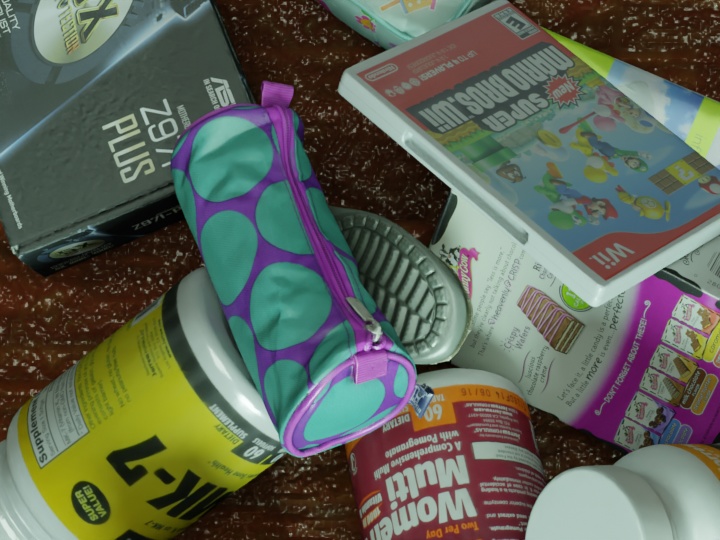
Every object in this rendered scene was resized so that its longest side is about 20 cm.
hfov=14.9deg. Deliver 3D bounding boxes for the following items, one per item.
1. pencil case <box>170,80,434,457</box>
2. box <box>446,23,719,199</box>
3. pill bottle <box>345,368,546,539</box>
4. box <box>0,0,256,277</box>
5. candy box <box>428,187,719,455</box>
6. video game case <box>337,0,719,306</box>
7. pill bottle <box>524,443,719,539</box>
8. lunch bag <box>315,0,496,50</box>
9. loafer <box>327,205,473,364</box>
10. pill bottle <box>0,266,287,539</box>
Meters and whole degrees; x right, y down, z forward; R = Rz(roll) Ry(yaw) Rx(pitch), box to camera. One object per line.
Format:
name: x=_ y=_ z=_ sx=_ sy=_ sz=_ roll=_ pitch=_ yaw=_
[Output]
pencil case: x=-0.036 y=0.001 z=1.503 sx=0.093 sy=0.085 sz=0.201 roll=-53 pitch=49 yaw=36
box: x=0.164 y=-0.050 z=1.620 sx=0.199 sy=0.048 sz=0.123 roll=23 pitch=85 yaw=9
pill bottle: x=0.059 y=0.165 z=1.538 sx=0.109 sy=0.110 sz=0.201 roll=-13 pitch=60 yaw=3
box: x=-0.157 y=-0.121 z=1.639 sx=0.163 sy=0.086 sz=0.201 roll=-22 pitch=80 yaw=1
candy box: x=0.134 y=0.020 z=1.568 sx=0.199 sy=0.137 sz=0.061 roll=27 pitch=41 yaw=8
video game case: x=0.103 y=-0.070 z=1.536 sx=0.200 sy=0.018 sz=0.143 roll=41 pitch=45 yaw=23
pill bottle: x=0.193 y=0.152 z=1.504 sx=0.199 sy=0.116 sz=0.117 roll=3 pitch=79 yaw=-39
lunch bag: x=0.017 y=-0.231 z=1.644 sx=0.200 sy=0.077 sz=0.161 roll=36 pitch=85 yaw=9
loafer: x=0.000 y=0.000 z=1.577 sx=0.200 sy=0.069 sz=0.076 roll=30 pitch=100 yaw=44
pill bottle: x=-0.128 y=0.098 z=1.568 sx=0.200 sy=0.114 sz=0.115 roll=-38 pitch=79 yaw=21
